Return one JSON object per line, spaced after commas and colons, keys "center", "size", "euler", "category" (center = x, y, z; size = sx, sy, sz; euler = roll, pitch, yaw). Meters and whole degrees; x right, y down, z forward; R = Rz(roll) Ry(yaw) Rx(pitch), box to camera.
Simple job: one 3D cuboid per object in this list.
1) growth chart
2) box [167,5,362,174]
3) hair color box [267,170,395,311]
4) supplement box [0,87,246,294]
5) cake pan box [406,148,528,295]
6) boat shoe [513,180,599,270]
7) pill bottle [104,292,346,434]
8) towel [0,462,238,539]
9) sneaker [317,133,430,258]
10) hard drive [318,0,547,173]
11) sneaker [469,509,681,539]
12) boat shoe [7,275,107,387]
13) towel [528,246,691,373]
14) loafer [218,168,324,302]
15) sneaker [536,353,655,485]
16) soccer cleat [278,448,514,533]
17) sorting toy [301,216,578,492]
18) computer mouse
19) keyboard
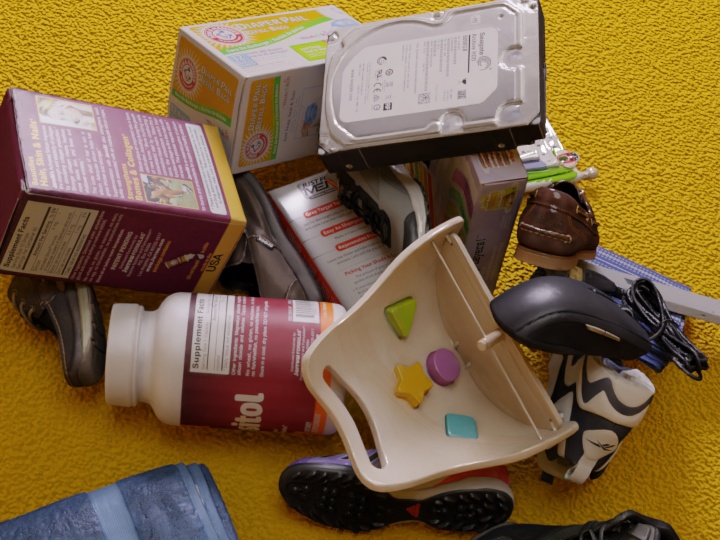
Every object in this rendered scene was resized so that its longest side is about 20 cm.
{"center": [0.143, -0.153, 1.371], "size": [0.143, 0.018, 0.201], "euler": [-16, 58, -19], "category": "growth chart"}
{"center": [-0.074, -0.179, 1.255], "size": [0.199, 0.102, 0.112], "euler": [-19, 44, -40], "category": "box"}
{"center": [0.000, 0.000, 1.208], "size": [0.101, 0.061, 0.201], "euler": [-21, 62, -24], "category": "hair color box"}
{"center": [-0.216, -0.063, 1.120], "size": [0.198, 0.104, 0.132], "euler": [9, 43, -30], "category": "supplement box"}
{"center": [0.093, -0.102, 1.221], "size": [0.052, 0.185, 0.202], "euler": [-6, 57, -13], "category": "cake pan box"}
{"center": [0.180, -0.044, 1.149], "size": [0.070, 0.200, 0.071], "euler": [12, 98, 10], "category": "boat shoe"}
{"center": [-0.113, 0.078, 1.102], "size": [0.197, 0.113, 0.114], "euler": [4, 54, -6], "category": "pill bottle"}
{"center": [-0.200, 0.222, 1.024], "size": [0.198, 0.049, 0.112], "euler": [-17, 58, -20], "category": "towel"}
{"center": [0.015, -0.066, 1.184], "size": [0.078, 0.074, 0.201], "euler": [-13, 51, -10], "category": "sneaker"}
{"center": [0.063, -0.163, 1.136], "size": [0.198, 0.038, 0.141], "euler": [-5, 60, 17], "category": "hard drive"}
{"center": [0.168, 0.231, 1.036], "size": [0.197, 0.114, 0.077], "euler": [-2, 71, -9], "category": "sneaker"}
{"center": [-0.271, 0.025, 1.147], "size": [0.072, 0.075, 0.201], "euler": [-14, 49, -7], "category": "boat shoe"}
{"center": [0.232, 0.025, 1.200], "size": [0.144, 0.024, 0.200], "euler": [26, 23, 10], "category": "towel"}
{"center": [-0.106, -0.021, 1.197], "size": [0.070, 0.073, 0.201], "euler": [-23, 61, -23], "category": "loafer"}
{"center": [0.185, 0.119, 1.149], "size": [0.079, 0.131, 0.199], "euler": [22, 14, -19], "category": "sneaker"}
{"center": [0.029, 0.175, 1.093], "size": [0.197, 0.069, 0.074], "euler": [4, 38, -7], "category": "soccer cleat"}
{"center": [0.046, 0.089, 1.056], "size": [0.179, 0.107, 0.201], "euler": [-25, 82, -34], "category": "sorting toy"}
{"center": [0.191, 0.022, 1.075], "size": [0.198, 0.046, 0.141], "euler": [12, 27, -21], "category": "computer mouse"}
{"center": [0.257, 0.017, 1.200], "size": [0.198, 0.011, 0.056], "euler": [16, 17, -13], "category": "keyboard"}
